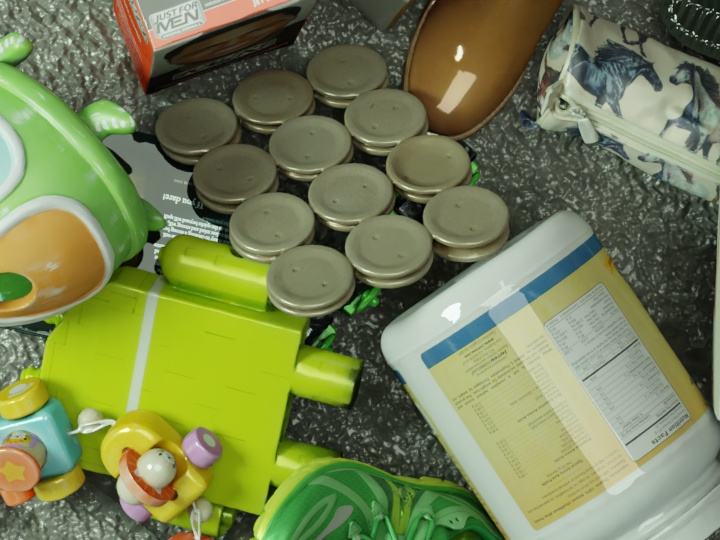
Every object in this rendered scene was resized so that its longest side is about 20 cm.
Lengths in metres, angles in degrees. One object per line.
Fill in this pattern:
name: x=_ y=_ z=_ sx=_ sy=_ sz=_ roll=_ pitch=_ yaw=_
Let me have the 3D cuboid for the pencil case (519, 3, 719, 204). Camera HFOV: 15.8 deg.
pencil case: x=0.200 y=-0.084 z=1.564 sx=0.199 sy=0.078 sz=0.090 roll=24 pitch=49 yaw=-4

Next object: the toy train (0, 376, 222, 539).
toy train: x=-0.156 y=0.147 z=1.503 sx=0.199 sy=0.056 sz=0.151 roll=20 pitch=116 yaw=1

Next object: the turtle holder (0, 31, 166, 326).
turtle holder: x=-0.213 y=-0.051 z=1.456 sx=0.185 sy=0.141 sz=0.132 roll=42 pitch=69 yaw=10

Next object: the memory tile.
memory tile: x=-0.017 y=-0.055 z=1.507 sx=0.153 sy=0.017 sz=0.200 roll=-22 pitch=47 yaw=-17

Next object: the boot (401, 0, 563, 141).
boot: x=0.092 y=-0.171 z=1.523 sx=0.074 sy=0.155 sz=0.200 roll=30 pitch=85 yaw=-3

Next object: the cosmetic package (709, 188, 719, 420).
cosmetic package: x=0.256 y=-0.016 z=1.488 sx=0.103 sy=0.087 sz=0.201 roll=4 pitch=99 yaw=3

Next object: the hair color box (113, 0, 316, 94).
hair color box: x=-0.086 y=-0.155 z=1.483 sx=0.101 sy=0.200 sz=0.061 roll=-20 pitch=89 yaw=-6

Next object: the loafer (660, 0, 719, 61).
loafer: x=0.281 y=-0.138 z=1.560 sx=0.200 sy=0.071 sz=0.073 roll=32 pitch=117 yaw=14

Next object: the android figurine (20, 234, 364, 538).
android figurine: x=-0.102 y=0.068 z=1.513 sx=0.199 sy=0.041 sz=0.183 roll=13 pitch=112 yaw=7

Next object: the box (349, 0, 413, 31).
box: x=0.053 y=-0.253 z=1.540 sx=0.097 sy=0.124 sz=0.200 roll=43 pitch=84 yaw=-2

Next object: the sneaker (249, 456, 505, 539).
sneaker: x=0.018 y=0.155 z=1.487 sx=0.200 sy=0.084 sz=0.074 roll=5 pitch=112 yaw=-44

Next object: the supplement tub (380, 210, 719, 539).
supplement tub: x=0.120 y=0.082 z=1.517 sx=0.144 sy=0.145 sz=0.200 roll=-34 pitch=91 yaw=-6

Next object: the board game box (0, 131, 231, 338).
board game box: x=-0.165 y=-0.022 z=1.554 sx=0.199 sy=0.028 sz=0.136 roll=13 pitch=86 yaw=-5

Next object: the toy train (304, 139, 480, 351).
toy train: x=0.000 y=0.000 z=1.554 sx=0.042 sy=0.056 sz=0.200 roll=42 pitch=86 yaw=0
